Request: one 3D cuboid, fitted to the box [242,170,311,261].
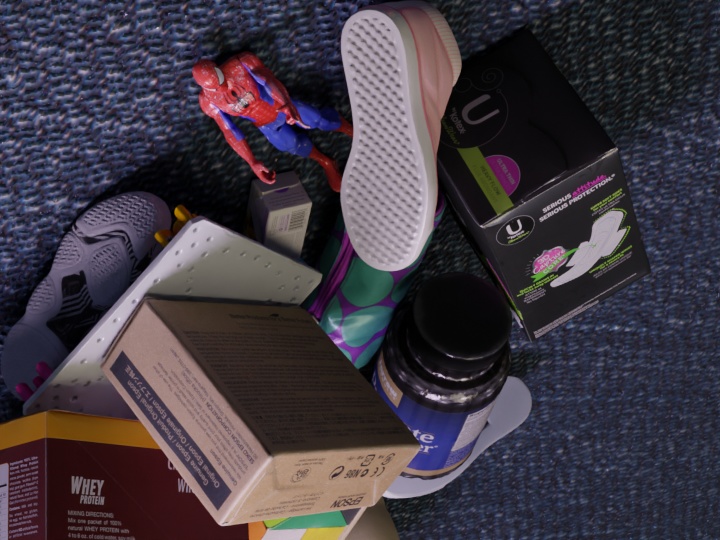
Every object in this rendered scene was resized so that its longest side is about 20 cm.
[{"bbox_3d":[-0.079,0.002,1.372,0.041,0.039,0.200,-14,143,-23],"label":"box"}]

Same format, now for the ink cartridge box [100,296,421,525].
[{"bbox_3d":[-0.072,0.104,1.242,0.200,0.165,0.075,5,126,-55],"label":"ink cartridge box"}]

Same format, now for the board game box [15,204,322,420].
[{"bbox_3d":[-0.145,0.048,1.276,0.200,0.026,0.200,-47,153,9],"label":"board game box"}]

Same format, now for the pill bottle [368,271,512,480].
[{"bbox_3d":[0.067,0.090,1.424,0.111,0.112,0.200,-16,151,-20],"label":"pill bottle"}]

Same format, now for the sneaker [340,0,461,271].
[{"bbox_3d":[0.036,-0.106,1.227,0.105,0.075,0.201,-36,128,-57],"label":"sneaker"}]

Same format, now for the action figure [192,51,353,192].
[{"bbox_3d":[-0.049,-0.098,1.219,0.065,0.099,0.200,-42,142,16],"label":"action figure"}]

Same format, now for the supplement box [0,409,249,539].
[{"bbox_3d":[-0.197,0.222,1.246,0.133,0.201,0.197,-17,159,41],"label":"supplement box"}]

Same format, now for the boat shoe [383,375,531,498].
[{"bbox_3d":[0.076,0.169,1.675,0.202,0.075,0.086,-32,-174,-27],"label":"boat shoe"}]

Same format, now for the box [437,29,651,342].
[{"bbox_3d":[0.139,-0.066,1.350,0.124,0.149,0.200,-30,147,-1],"label":"box"}]

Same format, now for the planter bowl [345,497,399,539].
[{"bbox_3d":[-0.032,0.337,1.723,0.200,0.135,0.200,-28,159,-12],"label":"planter bowl"}]

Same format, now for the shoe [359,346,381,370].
[{"bbox_3d":[0.054,0.073,1.553,0.200,0.053,0.070,6,133,-41],"label":"shoe"}]

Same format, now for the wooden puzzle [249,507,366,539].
[{"bbox_3d":[-0.076,0.228,1.411,0.185,0.037,0.200,5,133,-40],"label":"wooden puzzle"}]

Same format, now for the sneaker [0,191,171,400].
[{"bbox_3d":[-0.190,0.022,1.290,0.200,0.075,0.115,-52,151,19],"label":"sneaker"}]

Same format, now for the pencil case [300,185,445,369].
[{"bbox_3d":[0.000,0.000,1.390,0.092,0.085,0.200,-22,148,-40],"label":"pencil case"}]
